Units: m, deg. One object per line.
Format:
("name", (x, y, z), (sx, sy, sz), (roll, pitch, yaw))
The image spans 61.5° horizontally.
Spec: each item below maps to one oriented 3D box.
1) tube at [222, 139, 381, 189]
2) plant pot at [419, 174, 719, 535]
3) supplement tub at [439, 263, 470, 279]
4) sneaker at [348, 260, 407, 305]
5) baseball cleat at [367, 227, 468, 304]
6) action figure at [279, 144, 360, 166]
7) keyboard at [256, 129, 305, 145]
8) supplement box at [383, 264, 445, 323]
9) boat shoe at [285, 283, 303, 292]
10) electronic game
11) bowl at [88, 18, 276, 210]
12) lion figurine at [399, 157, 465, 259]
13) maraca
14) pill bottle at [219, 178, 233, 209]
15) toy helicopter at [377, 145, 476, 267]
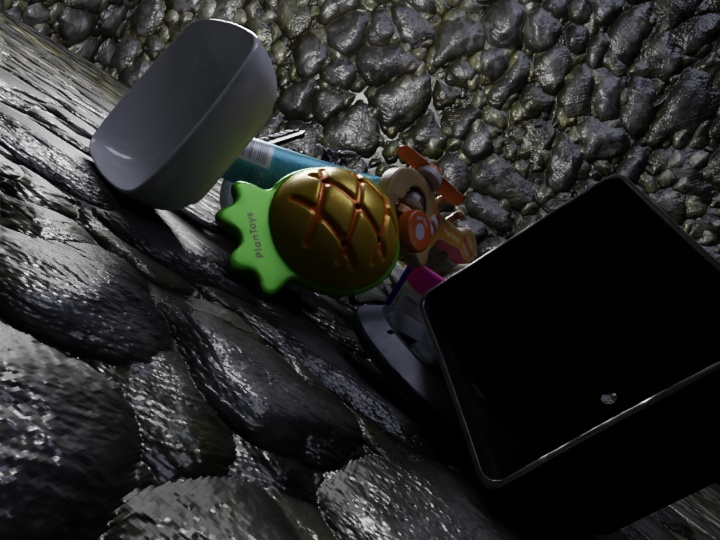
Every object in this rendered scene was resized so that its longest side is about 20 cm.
("tube", (-0.066, -0.102, 0.702), (0.196, 0.079, 0.050), (19, 1, -18))
("plant pot", (0.188, 0.086, 0.477), (0.178, 0.198, 0.201), (51, 14, -32))
("supplement tub", (0.160, 0.066, 0.928), (0.144, 0.147, 0.200), (32, 4, -3))
("sneaker", (0.000, 0.000, 0.822), (0.199, 0.088, 0.076), (39, -8, -9))
("baseball cleat", (0.085, -0.006, 0.929), (0.071, 0.197, 0.106), (65, 14, -5))
("action figure", (-0.098, -0.148, 0.982), (0.102, 0.199, 0.119), (47, 4, -30))
("keyboard", (-0.175, -0.157, 0.776), (0.104, 0.197, 0.040), (8, -62, 61))
("supplement box", (0.128, 0.088, 0.745), (0.199, 0.102, 0.103), (37, 6, 33))
("boat shoe", (-0.082, -0.028, 0.712), (0.073, 0.068, 0.200), (32, 5, -8))
("electronic game", (0.072, 0.102, 0.569), (0.199, 0.042, 0.200), (38, 10, -8))
("bowl", (-0.176, -0.156, 0.625), (0.075, 0.201, 0.199), (42, -4, -42))
("lion figurine", (0.076, -0.090, 0.899), (0.073, 0.121, 0.201), (60, 2, -29))
("maraca", (-0.044, -0.038, 0.593), (0.197, 0.107, 0.139), (-8, 69, -35))
("pill bottle", (-0.134, -0.099, 0.823), (0.110, 0.112, 0.200), (32, 5, -11))
("toy helicopter", (0.086, -0.065, 0.739), (0.078, 0.135, 0.198), (-1, -18, 41))
